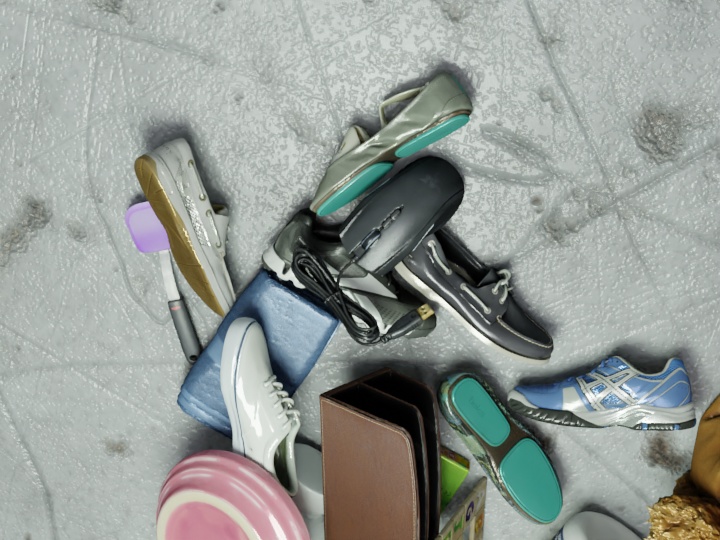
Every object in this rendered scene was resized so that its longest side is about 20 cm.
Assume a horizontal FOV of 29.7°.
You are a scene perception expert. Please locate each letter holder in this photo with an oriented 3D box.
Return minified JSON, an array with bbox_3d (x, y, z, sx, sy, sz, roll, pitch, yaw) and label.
[{"bbox_3d":[0.041,0.227,1.430,0.142,0.100,0.202,19,118,44],"label":"letter holder"}]

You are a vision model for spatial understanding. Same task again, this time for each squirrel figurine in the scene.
[{"bbox_3d":[0.396,0.243,1.407,0.141,0.187,0.200,41,111,-11],"label":"squirrel figurine"}]

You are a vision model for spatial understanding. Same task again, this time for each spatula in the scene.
[{"bbox_3d":[-0.206,0.016,1.477,0.056,0.021,0.202,-11,111,7],"label":"spatula"}]

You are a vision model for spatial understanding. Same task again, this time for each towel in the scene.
[{"bbox_3d":[-0.111,0.096,1.484,0.111,0.049,0.201,33,113,-6],"label":"towel"}]

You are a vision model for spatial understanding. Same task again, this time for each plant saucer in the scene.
[{"bbox_3d":[-0.143,0.291,1.436,0.199,0.051,0.202,13,114,30],"label":"plant saucer"}]

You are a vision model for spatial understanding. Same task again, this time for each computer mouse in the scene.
[{"bbox_3d":[0.040,-0.020,1.361,0.199,0.046,0.141,-37,80,-7],"label":"computer mouse"}]

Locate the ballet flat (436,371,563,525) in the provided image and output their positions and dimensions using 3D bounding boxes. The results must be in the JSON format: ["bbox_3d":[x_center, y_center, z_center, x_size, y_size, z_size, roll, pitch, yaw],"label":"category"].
[{"bbox_3d":[0.151,0.191,1.485,0.074,0.074,0.201,-30,102,17],"label":"ballet flat"}]

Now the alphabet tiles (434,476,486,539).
[{"bbox_3d":[0.103,0.354,1.502,0.007,0.167,0.202,11,114,23],"label":"alphabet tiles"}]

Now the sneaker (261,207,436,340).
[{"bbox_3d":[0.000,0.000,1.421,0.199,0.067,0.091,28,115,-2],"label":"sneaker"}]

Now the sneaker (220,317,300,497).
[{"bbox_3d":[-0.097,0.146,1.427,0.070,0.073,0.202,2,109,25],"label":"sneaker"}]

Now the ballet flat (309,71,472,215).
[{"bbox_3d":[0.022,-0.131,1.377,0.199,0.067,0.064,-33,78,17],"label":"ballet flat"}]

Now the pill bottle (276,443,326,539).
[{"bbox_3d":[-0.103,0.294,1.529,0.112,0.112,0.201,32,112,-7],"label":"pill bottle"}]

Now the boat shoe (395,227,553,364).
[{"bbox_3d":[0.128,0.023,1.413,0.199,0.073,0.063,36,115,-3],"label":"boat shoe"}]

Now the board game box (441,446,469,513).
[{"bbox_3d":[0.035,0.276,1.551,0.095,0.030,0.201,29,110,-3],"label":"board game box"}]

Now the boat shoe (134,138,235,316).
[{"bbox_3d":[-0.165,-0.045,1.423,0.069,0.071,0.201,-35,124,-25],"label":"boat shoe"}]

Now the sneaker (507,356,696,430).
[{"bbox_3d":[0.257,0.130,1.451,0.198,0.076,0.078,0,86,9],"label":"sneaker"}]

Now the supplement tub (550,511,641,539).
[{"bbox_3d":[0.234,0.383,1.506,0.144,0.145,0.201,34,112,-7],"label":"supplement tub"}]
